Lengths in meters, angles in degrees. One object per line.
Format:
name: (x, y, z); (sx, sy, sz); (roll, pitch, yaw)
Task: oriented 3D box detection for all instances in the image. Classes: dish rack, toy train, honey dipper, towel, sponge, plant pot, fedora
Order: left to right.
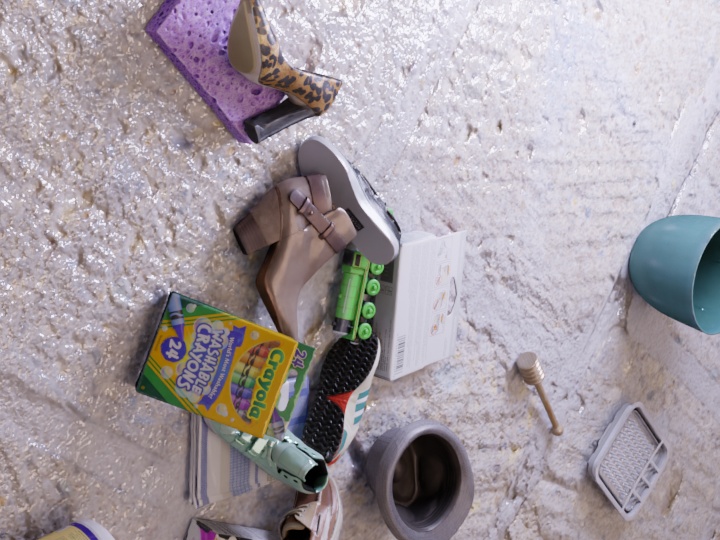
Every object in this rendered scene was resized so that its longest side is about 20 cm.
sponge: (-0.162, -0.259, 1.499); (0.112, 0.030, 0.200); (-55, 133, -17)
towel: (-0.147, 0.225, 1.674); (0.198, 0.024, 0.150); (-10, 108, -44)
toy train: (0.000, 0.000, 1.724); (0.056, 0.041, 0.204); (11, 91, -35)
fedora: (0.075, 0.310, 1.867); (0.178, 0.090, 0.201); (-51, 126, -21)
honey dipper: (0.306, 0.212, 2.104); (0.038, 0.038, 0.201); (-48, 135, -22)
dish rack: (0.491, 0.348, 2.316); (0.173, 0.043, 0.200); (-54, 133, -16)
plant pot: (0.570, -0.006, 2.196); (0.199, 0.160, 0.204); (-15, 113, -40)

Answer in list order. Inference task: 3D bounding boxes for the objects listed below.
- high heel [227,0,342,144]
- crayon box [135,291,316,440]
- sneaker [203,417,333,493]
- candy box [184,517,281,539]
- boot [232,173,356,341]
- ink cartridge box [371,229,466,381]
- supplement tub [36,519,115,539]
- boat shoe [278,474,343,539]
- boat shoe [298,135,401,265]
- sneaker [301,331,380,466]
high heel: (-0.085, -0.262, 1.495); (0.142, 0.071, 0.202); (-31, 139, -27)
crayon box: (-0.161, 0.120, 1.534); (0.197, 0.052, 0.128); (22, 88, -11)
sneaker: (-0.113, 0.214, 1.605); (0.074, 0.117, 0.201); (-56, 132, -17)
candy box: (-0.162, 0.420, 1.695); (0.199, 0.061, 0.139); (21, 88, -45)
boot: (-0.071, -0.019, 1.615); (0.145, 0.070, 0.203); (-27, 112, -15)
ink cartridge box: (0.085, 0.043, 1.826); (0.173, 0.043, 0.204); (-15, 114, -53)
supplement tub: (-0.368, 0.387, 1.425); (0.198, 0.144, 0.148); (-22, 118, -37)
boat shoe: (-0.071, 0.348, 1.696); (0.071, 0.202, 0.075); (33, 125, -32)
boat shoe: (-0.012, -0.098, 1.659); (0.201, 0.068, 0.057); (55, 34, -19)
sneaker: (-0.026, 0.181, 1.759); (0.094, 0.069, 0.202); (79, 30, -67)
